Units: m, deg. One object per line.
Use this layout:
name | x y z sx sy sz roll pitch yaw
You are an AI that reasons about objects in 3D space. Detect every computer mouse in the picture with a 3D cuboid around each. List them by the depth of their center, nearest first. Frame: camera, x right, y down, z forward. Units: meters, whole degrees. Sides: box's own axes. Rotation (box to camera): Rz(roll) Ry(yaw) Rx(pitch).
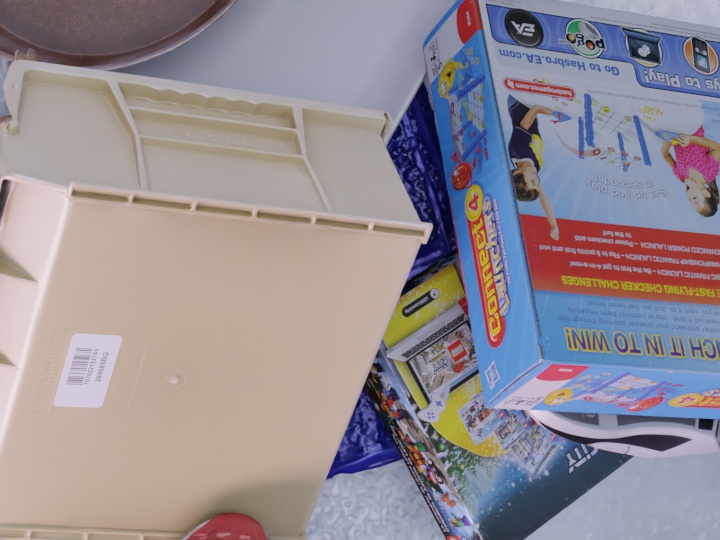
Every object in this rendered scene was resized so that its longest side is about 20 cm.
computer mouse | 0.152 0.058 0.955 0.198 0.044 0.111 10 66 -25

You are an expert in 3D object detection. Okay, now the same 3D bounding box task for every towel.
towel | 0.000 0.000 0.998 0.146 0.050 0.202 -23 91 -8

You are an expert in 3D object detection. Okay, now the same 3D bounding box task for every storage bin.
storage bin | -0.094 0.023 0.869 0.197 0.094 0.201 6 125 -24

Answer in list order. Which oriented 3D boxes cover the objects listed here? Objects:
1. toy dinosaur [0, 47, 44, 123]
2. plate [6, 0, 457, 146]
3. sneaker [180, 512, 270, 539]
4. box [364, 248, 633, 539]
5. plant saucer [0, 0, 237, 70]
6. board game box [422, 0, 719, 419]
toy dinosaur | -0.176 -0.050 0.956 0.199 0.135 0.086 34 77 -38
plate | -0.051 -0.138 0.980 0.199 0.032 0.201 28 77 12
sneaker | -0.083 0.207 0.912 0.077 0.082 0.202 15 106 -1
box | 0.099 0.040 0.978 0.199 0.038 0.137 -31 97 -28
plant saucer | -0.134 -0.190 0.968 0.198 0.035 0.202 -1 75 4
board game box | 0.140 -0.030 0.929 0.198 0.056 0.198 5 63 -27
